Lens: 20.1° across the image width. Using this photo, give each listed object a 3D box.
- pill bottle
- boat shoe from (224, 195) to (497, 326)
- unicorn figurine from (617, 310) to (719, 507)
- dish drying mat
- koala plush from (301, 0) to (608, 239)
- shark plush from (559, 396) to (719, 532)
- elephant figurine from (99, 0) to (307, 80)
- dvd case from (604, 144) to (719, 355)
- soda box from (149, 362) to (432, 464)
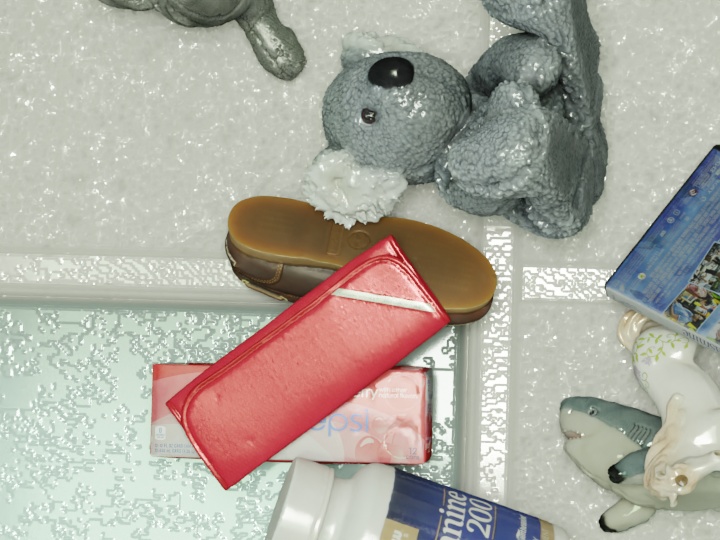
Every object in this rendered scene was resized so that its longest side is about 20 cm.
[{"bbox_3d":[0.036,0.199,1.401,0.198,0.111,0.112,19,89,-4],"label":"pill bottle"},{"bbox_3d":[0.000,0.000,1.454,0.198,0.071,0.071,17,55,10],"label":"boat shoe"},{"bbox_3d":[0.235,0.091,1.386,0.136,0.200,0.074,-15,127,-13],"label":"unicorn figurine"},{"bbox_3d":[-0.037,0.064,1.406,0.199,0.018,0.077,-37,86,7],"label":"dish drying mat"},{"bbox_3d":[0.061,-0.102,1.414,0.198,0.184,0.179,1,65,21],"label":"koala plush"},{"bbox_3d":[0.241,0.119,1.425,0.198,0.091,0.084,-9,56,10],"label":"shark plush"},{"bbox_3d":[-0.129,-0.235,1.436,0.154,0.142,0.202,-9,83,0],"label":"elephant figurine"},{"bbox_3d":[0.286,0.004,1.383,0.199,0.018,0.143,29,68,33],"label":"dvd case"},{"bbox_3d":[-0.048,0.102,1.453,0.198,0.063,0.071,1,87,6],"label":"soda box"}]
